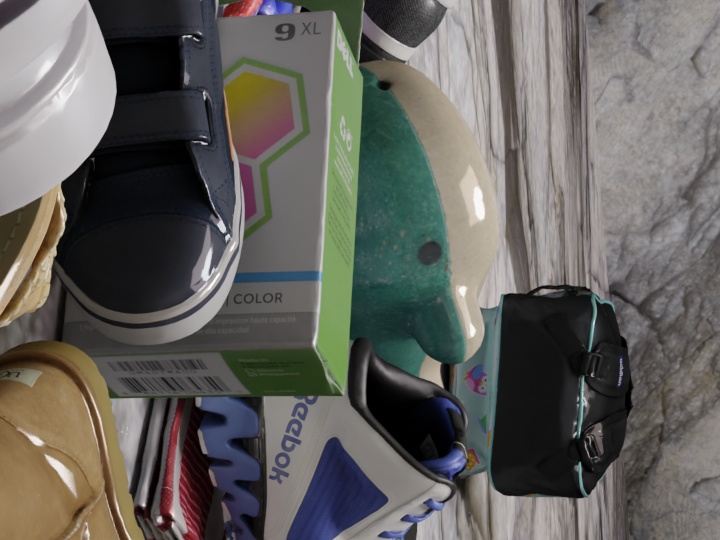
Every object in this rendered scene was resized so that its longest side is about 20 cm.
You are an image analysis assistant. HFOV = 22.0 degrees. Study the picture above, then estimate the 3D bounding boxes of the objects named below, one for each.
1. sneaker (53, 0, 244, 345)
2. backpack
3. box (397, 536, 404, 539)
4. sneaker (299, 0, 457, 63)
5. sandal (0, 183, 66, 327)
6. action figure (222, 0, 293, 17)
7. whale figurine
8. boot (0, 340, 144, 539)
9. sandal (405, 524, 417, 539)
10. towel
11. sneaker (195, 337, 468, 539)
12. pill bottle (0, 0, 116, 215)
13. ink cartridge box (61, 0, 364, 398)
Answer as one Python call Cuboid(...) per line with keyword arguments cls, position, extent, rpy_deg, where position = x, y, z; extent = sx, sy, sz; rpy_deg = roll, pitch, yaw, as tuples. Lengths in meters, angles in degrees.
Cuboid(cls="sneaker", position=(-0.087, -0.072, 0.689), extent=(0.080, 0.078, 0.201), rpy_deg=(78, 4, -55))
Cuboid(cls="backpack", position=(0.155, 0.100, 1.565), extent=(0.200, 0.153, 0.177), rpy_deg=(-1, 91, -68))
Cuboid(cls="box", position=(-0.011, 0.054, 1.045), extent=(0.137, 0.040, 0.201), rpy_deg=(59, 25, -65))
Cuboid(cls="sneaker", position=(-0.019, -0.145, 1.055), extent=(0.112, 0.073, 0.200), rpy_deg=(-54, -160, 5))
Cuboid(cls="sandal", position=(-0.113, -0.019, 0.565), extent=(0.070, 0.077, 0.212), rpy_deg=(66, 20, -45))
Cuboid(cls="action figure", position=(-0.048, -0.132, 0.949), extent=(0.066, 0.051, 0.201), rpy_deg=(79, 18, -48))
Cuboid(cls="whale figurine", position=(0.000, 0.000, 0.894), extent=(0.159, 0.103, 0.201), rpy_deg=(-128, -151, -46))
Cuboid(cls="boot", position=(-0.119, 0.124, 0.558), extent=(0.200, 0.066, 0.176), rpy_deg=(-53, 127, -72))
Cuboid(cls="sandal", position=(0.025, 0.234, 1.210), extent=(0.200, 0.045, 0.075), rpy_deg=(-72, 156, -57))
Cuboid(cls="towel", position=(-0.061, 0.107, 0.900), extent=(0.200, 0.023, 0.145), rpy_deg=(72, 19, -51))
Cuboid(cls="sneaker", position=(-0.002, 0.111, 0.855), extent=(0.081, 0.115, 0.200), rpy_deg=(-72, 154, -59))
Cuboid(cls="pill bottle", position=(-0.125, -0.106, 0.445), extent=(0.200, 0.111, 0.112), rpy_deg=(74, 18, -48))
Cuboid(cls="ink cartridge box", position=(-0.056, -0.050, 0.762), extent=(0.059, 0.103, 0.201), rpy_deg=(62, 29, -64))
